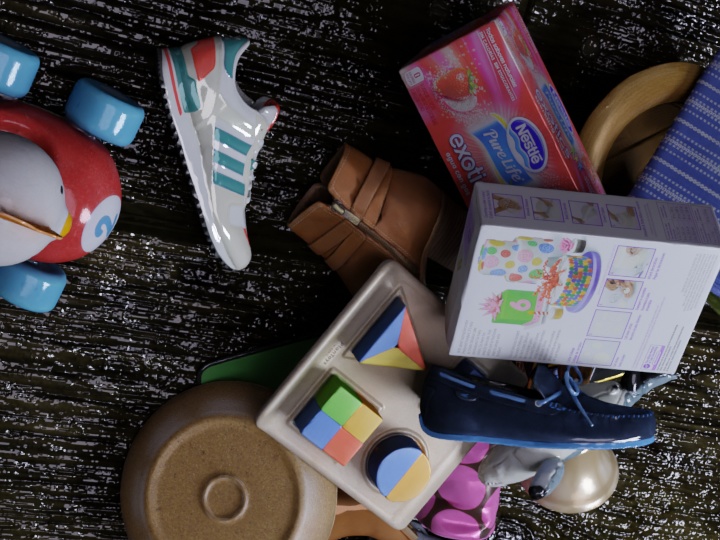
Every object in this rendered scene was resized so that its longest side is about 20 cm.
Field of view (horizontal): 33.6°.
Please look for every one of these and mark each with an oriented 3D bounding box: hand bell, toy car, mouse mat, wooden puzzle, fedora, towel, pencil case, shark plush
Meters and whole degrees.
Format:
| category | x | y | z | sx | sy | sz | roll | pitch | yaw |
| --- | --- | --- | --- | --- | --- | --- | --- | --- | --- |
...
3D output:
| category | x | y | z | sx | sy | sz | roll | pitch | yaw |
| --- | --- | --- | --- | --- | --- | --- | --- | --- | --- |
| hand bell | 0.204 | 0.132 | 1.143 | 0.103 | 0.105 | 0.202 | -20 | 137 | -14 |
| toy car | -0.251 | -0.052 | 0.877 | 0.175 | 0.200 | 0.186 | 24 | 100 | -27 |
| mouse mat | -0.066 | 0.159 | 1.138 | 0.159 | 0.008 | 0.203 | -14 | 115 | -16 |
| wooden puzzle | 0.035 | 0.118 | 1.041 | 0.199 | 0.046 | 0.186 | 39 | 93 | -27 |
| fedora | 0.265 | -0.108 | 1.129 | 0.198 | 0.082 | 0.204 | -9 | 111 | -24 |
| towel | 0.331 | -0.082 | 1.057 | 0.144 | 0.024 | 0.201 | 33 | 77 | 7 |
| pencil case | 0.094 | 0.167 | 1.160 | 0.092 | 0.091 | 0.203 | -9 | 114 | -20 |
| shark plush | 0.189 | 0.128 | 1.077 | 0.199 | 0.091 | 0.083 | -40 | 159 | -9 |

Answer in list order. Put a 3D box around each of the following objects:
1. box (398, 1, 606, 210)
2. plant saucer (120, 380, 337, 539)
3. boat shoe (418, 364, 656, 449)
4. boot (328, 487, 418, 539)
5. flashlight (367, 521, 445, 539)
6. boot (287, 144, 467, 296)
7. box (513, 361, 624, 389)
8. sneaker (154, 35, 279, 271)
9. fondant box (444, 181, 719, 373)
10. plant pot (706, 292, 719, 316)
| category | x | y | z | sx | sy | sz | roll | pitch | yaw |
| --- | --- | --- | --- | --- | --- | --- | --- | --- | --- |
| box | 0.127 | -0.112 | 1.018 | 0.094 | 0.103 | 0.202 | -24 | 101 | 23 |
| plant saucer | -0.119 | 0.201 | 1.060 | 0.197 | 0.035 | 0.204 | 0 | 86 | 0 |
| boat shoe | 0.148 | 0.111 | 0.989 | 0.196 | 0.084 | 0.070 | 3 | 87 | -2 |
| boot | -0.056 | 0.253 | 1.124 | 0.199 | 0.077 | 0.157 | 33 | 90 | -23 |
| flashlight | 0.096 | 0.315 | 1.227 | 0.198 | 0.068 | 0.069 | 23 | 103 | -28 |
| boot | 0.000 | 0.000 | 1.063 | 0.154 | 0.077 | 0.201 | 28 | 109 | -20 |
| box | 0.232 | 0.039 | 1.131 | 0.157 | 0.050 | 0.201 | -13 | 146 | -11 |
| sneaker | -0.104 | -0.098 | 0.991 | 0.092 | 0.070 | 0.203 | -18 | 112 | -8 |
| fondant box | 0.177 | 0.009 | 0.969 | 0.196 | 0.059 | 0.146 | 5 | 133 | -6 |
| plant pot | 0.416 | 0.010 | 1.146 | 0.189 | 0.200 | 0.202 | 23 | 100 | -39 |
